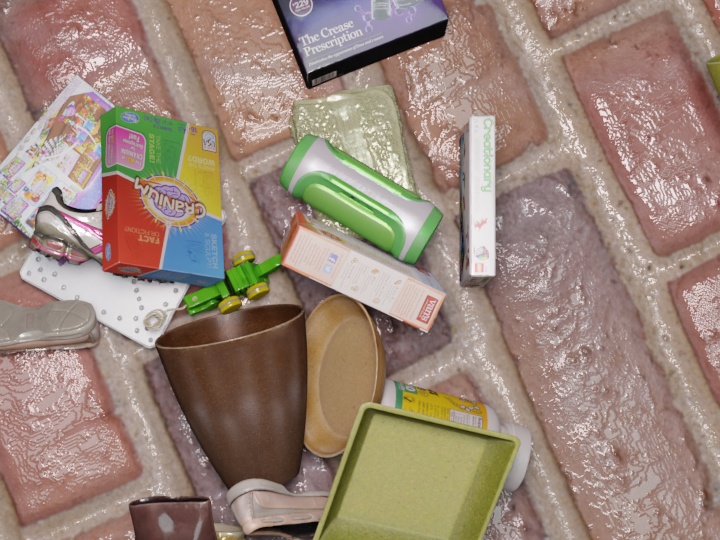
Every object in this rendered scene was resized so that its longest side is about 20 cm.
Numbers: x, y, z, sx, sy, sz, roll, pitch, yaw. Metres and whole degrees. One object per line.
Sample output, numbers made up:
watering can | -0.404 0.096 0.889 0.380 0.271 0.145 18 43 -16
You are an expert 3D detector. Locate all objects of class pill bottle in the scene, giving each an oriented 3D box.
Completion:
pill bottle | 0.105 0.211 1.662 0.199 0.113 0.113 15 83 -9

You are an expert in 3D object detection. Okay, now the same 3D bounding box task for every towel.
towel | -0.006 -0.137 1.743 0.147 0.036 0.201 -13 84 -2

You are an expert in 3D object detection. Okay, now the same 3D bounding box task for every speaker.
speaker | 0.001 -0.090 1.677 0.199 0.088 0.089 31 83 3

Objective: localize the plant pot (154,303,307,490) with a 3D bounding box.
plant pot | -0.139 0.162 1.647 0.186 0.187 0.201 -13 99 -3

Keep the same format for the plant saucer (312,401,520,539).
plant saucer | 0.062 0.251 1.584 0.199 0.048 0.201 14 110 -13

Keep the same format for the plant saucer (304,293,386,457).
plant saucer | -0.022 0.130 1.651 0.035 0.200 0.202 9 82 -32

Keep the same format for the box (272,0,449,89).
box | -0.003 -0.344 1.748 0.199 0.079 0.142 -22 82 -4

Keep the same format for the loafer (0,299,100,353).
loafer | -0.427 0.079 1.692 0.199 0.063 0.072 -2 51 4

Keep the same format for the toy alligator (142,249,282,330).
toy alligator | -0.182 0.030 1.707 0.199 0.054 0.060 -26 76 -6

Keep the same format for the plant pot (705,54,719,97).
plant pot | 0.559 -0.197 1.713 0.186 0.187 0.201 -18 99 -4

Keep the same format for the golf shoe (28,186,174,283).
golf shoe | -0.302 -0.040 1.655 0.199 0.073 0.093 17 90 -21

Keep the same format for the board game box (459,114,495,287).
board game box | 0.147 -0.085 1.697 0.034 0.126 0.201 1 84 -1

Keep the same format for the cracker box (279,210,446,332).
cracker box | 0.000 0.000 1.660 0.199 0.134 0.058 25 97 -8

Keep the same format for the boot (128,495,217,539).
boot | -0.168 0.341 1.514 0.199 0.072 0.167 1 100 11

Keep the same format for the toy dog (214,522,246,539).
toy dog | -0.161 0.422 1.629 0.193 0.140 0.201 3 95 6

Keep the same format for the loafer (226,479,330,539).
loafer | -0.077 0.304 1.617 0.072 0.199 0.063 -41 48 26

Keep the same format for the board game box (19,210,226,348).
board game box | -0.303 -0.032 1.726 0.199 0.026 0.201 28 84 2

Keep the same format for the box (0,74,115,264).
box | -0.369 -0.128 1.703 0.137 0.039 0.200 39 83 2

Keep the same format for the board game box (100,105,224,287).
board game box | -0.243 -0.089 1.649 0.152 0.040 0.201 9 69 -39
